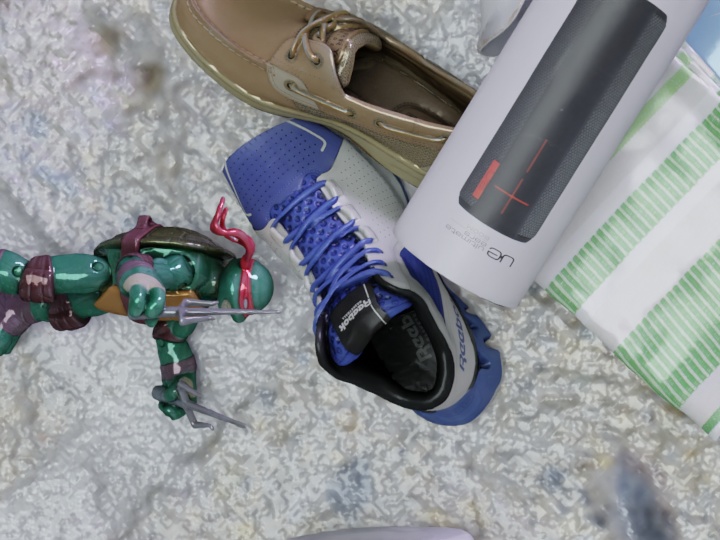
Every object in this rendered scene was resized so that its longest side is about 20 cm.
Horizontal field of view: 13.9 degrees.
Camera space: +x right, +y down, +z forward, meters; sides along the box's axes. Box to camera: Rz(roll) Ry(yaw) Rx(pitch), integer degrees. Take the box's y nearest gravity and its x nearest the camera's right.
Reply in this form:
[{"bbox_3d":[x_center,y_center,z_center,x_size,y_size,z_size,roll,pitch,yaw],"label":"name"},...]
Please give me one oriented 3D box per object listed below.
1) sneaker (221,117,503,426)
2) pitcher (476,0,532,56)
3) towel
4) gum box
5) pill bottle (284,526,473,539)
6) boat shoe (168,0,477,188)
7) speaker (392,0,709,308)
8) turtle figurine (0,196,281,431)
[{"bbox_3d":[0.000,0.001,1.625,0.081,0.115,0.200,-39,83,10],"label":"sneaker"},{"bbox_3d":[0.066,-0.244,1.608,0.171,0.121,0.200,-39,84,-11],"label":"pitcher"},{"bbox_3d":[0.168,-0.026,1.587,0.200,0.023,0.153,44,102,9],"label":"towel"},{"bbox_3d":[0.226,-0.079,1.605,0.199,0.045,0.170,-1,92,13],"label":"gum box"},{"bbox_3d":[0.013,0.246,1.631,0.114,0.114,0.201,-3,91,13],"label":"pill bottle"},{"bbox_3d":[-0.012,-0.117,1.638,0.200,0.065,0.071,28,59,5],"label":"boat shoe"},{"bbox_3d":[0.099,-0.082,1.554,0.081,0.081,0.200,34,101,10],"label":"speaker"},{"bbox_3d":[-0.123,0.021,1.661,0.199,0.150,0.101,3,57,17],"label":"turtle figurine"}]
